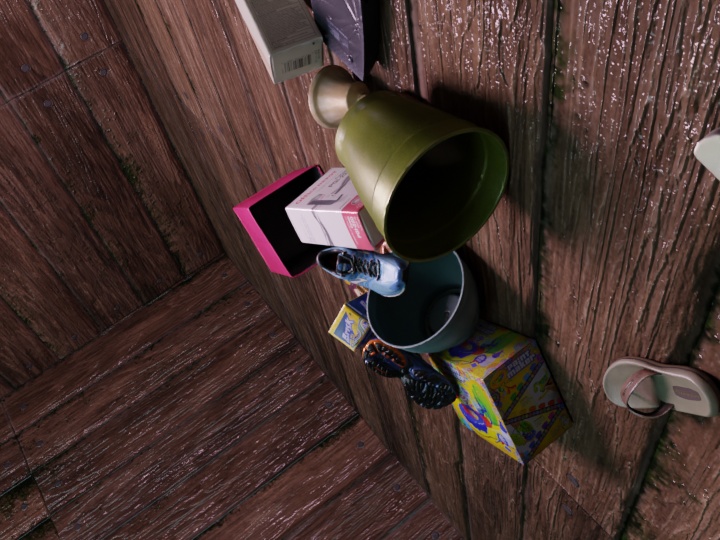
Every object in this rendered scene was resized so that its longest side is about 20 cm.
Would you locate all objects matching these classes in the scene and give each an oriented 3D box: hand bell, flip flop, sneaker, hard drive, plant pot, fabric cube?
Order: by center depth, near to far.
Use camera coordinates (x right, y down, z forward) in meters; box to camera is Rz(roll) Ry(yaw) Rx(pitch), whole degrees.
[{"bbox_3d":[0.375,0.160,0.913,0.081,0.057,0.200,58,164,-7],"label":"flip flop"},{"bbox_3d":[0.065,-0.149,0.974,0.193,0.200,0.201,49,164,38],"label":"plant pot"},{"bbox_3d":[-0.024,-0.386,1.026,0.135,0.042,0.200,49,164,23],"label":"hard drive"},{"bbox_3d":[0.019,-0.267,1.110,0.200,0.104,0.104,18,142,46],"label":"hand bell"},{"bbox_3d":[0.000,0.000,1.231,0.200,0.090,0.079,10,95,44],"label":"sneaker"},{"bbox_3d":[0.129,0.061,1.258,0.134,0.201,0.200,32,-175,-45],"label":"plant pot"},{"bbox_3d":[0.097,0.175,1.286,0.200,0.075,0.079,39,-152,-11],"label":"sneaker"},{"bbox_3d":[-0.161,-0.117,1.707,0.200,0.196,0.199,59,164,-14],"label":"fabric cube"},{"bbox_3d":[0.025,0.043,1.729,0.090,0.075,0.200,55,173,-28],"label":"sneaker"}]

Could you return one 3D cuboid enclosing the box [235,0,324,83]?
[{"bbox_3d":[-0.139,-0.415,1.147,0.078,0.095,0.201,92,156,-70],"label":"box"}]

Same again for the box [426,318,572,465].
[{"bbox_3d":[0.246,0.208,1.284,0.193,0.122,0.200,62,163,-19],"label":"box"}]

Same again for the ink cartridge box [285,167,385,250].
[{"bbox_3d":[-0.014,-0.115,1.265,0.200,0.146,0.085,6,132,47],"label":"ink cartridge box"}]

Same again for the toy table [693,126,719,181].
[{"bbox_3d":[0.322,-0.052,0.460,0.200,0.183,0.117,60,149,16],"label":"toy table"}]

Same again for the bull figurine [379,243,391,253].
[{"bbox_3d":[0.066,-0.040,1.379,0.065,0.122,0.200,4,156,12],"label":"bull figurine"}]

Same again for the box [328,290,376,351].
[{"bbox_3d":[0.018,0.086,1.361,0.064,0.070,0.200,35,-158,13],"label":"box"}]
